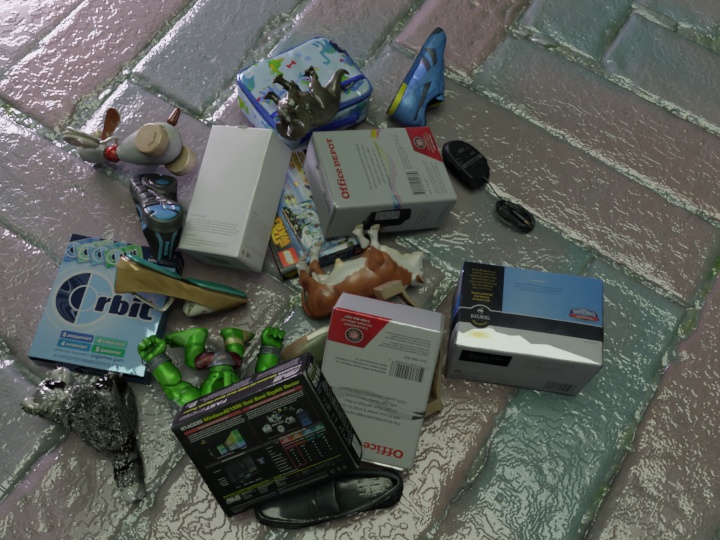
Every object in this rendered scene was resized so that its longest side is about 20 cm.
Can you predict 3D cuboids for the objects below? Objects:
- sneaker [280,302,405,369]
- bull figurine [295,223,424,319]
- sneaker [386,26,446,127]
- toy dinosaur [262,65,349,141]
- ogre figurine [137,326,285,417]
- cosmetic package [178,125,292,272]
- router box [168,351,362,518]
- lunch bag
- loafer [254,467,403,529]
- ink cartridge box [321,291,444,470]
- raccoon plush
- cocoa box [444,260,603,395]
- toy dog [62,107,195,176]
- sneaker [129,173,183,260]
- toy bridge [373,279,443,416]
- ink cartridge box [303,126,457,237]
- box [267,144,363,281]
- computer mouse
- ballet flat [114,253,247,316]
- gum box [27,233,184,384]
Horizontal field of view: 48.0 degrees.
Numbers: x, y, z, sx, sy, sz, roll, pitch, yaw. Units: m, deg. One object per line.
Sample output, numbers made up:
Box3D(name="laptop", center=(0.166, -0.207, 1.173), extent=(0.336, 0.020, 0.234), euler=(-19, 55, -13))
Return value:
Box3D(name="sneaker", center=(-0.005, 0.119, 1.151), extent=(0.200, 0.067, 0.090), euler=(-19, 63, -17))
Box3D(name="bull figurine", center=(0.000, 0.000, 1.194), extent=(0.199, 0.065, 0.122), euler=(-25, 110, -6))
Box3D(name="sneaker", center=(0.115, -0.325, 1.378), extent=(0.078, 0.066, 0.201), euler=(26, 66, -2))
Box3D(name="toy dinosaur", center=(-0.081, -0.254, 1.238), extent=(0.102, 0.077, 0.200), euler=(54, 42, 5))
Box3D(name="ogre figurine", center=(-0.199, 0.141, 1.119), extent=(0.200, 0.098, 0.120), euler=(9, 59, -39))
Box3D(name="cosmetic package", center=(-0.186, -0.109, 1.214), extent=(0.107, 0.085, 0.201), euler=(10, 77, 22))
Box3D(name="router box", center=(-0.118, 0.211, 1.032), extent=(0.199, 0.062, 0.150), euler=(-23, 107, 13))
Box3D(name="lunch bag", center=(-0.090, -0.290, 1.333), extent=(0.200, 0.083, 0.161), euler=(-27, 66, -21))
Box3D(name="loafer", center=(-0.042, 0.296, 1.068), extent=(0.200, 0.070, 0.068), euler=(-8, 64, -5))
Box3D(name="ink cartridge box", center=(0.021, 0.147, 1.078), extent=(0.144, 0.084, 0.201), euler=(12, 104, 5))
Box3D(name="raccoon plush", center=(-0.377, 0.223, 1.088), extent=(0.134, 0.097, 0.201), euler=(-14, 66, 0))
Box3D(name="cocoa box", center=(0.228, 0.082, 1.141), extent=(0.199, 0.133, 0.132), euler=(8, 64, 2))
Box3D(name="toy dog", center=(-0.353, -0.215, 1.275), extent=(0.199, 0.132, 0.097), euler=(12, 75, 4))
Box3D(name="sneaker", center=(-0.312, -0.088, 1.225), extent=(0.073, 0.082, 0.200), euler=(0, 29, -17))
Box3D(name="toy bridge", center=(0.081, 0.107, 1.135), extent=(0.067, 0.027, 0.201), euler=(-23, 100, -22))
Box3D(name="ink cartridge box", center=(0.026, -0.138, 1.242), extent=(0.199, 0.083, 0.146), euler=(-6, 61, -21))
Box3D(name="box", center=(-0.095, -0.096, 1.271), extent=(0.137, 0.040, 0.200), euler=(-19, 66, -11))
Box3D(name="computer mouse", center=(0.204, -0.134, 1.306), extent=(0.059, 0.034, 0.200), euler=(-30, 73, -33))
Box3D(name="ballet flat", center=(-0.261, 0.033, 1.169), extent=(0.200, 0.069, 0.063), euler=(20, 91, -29))
Box3D(name="gum box", center=(-0.369, 0.055, 1.190), extent=(0.169, 0.045, 0.201), euler=(9, 65, 2))
